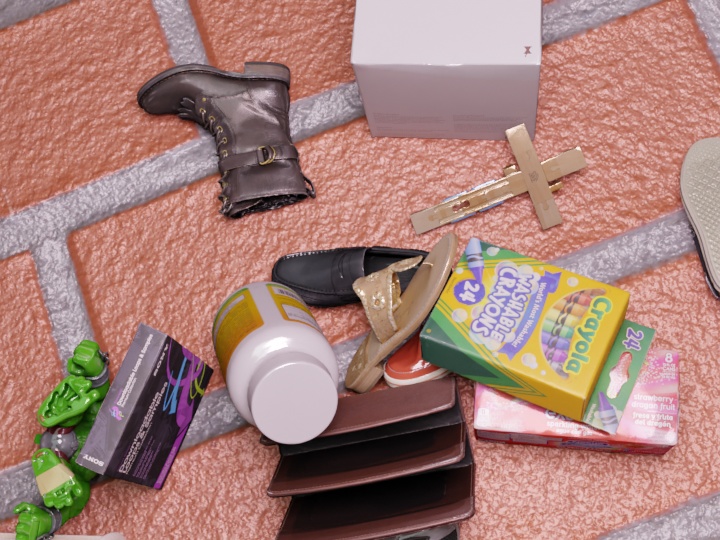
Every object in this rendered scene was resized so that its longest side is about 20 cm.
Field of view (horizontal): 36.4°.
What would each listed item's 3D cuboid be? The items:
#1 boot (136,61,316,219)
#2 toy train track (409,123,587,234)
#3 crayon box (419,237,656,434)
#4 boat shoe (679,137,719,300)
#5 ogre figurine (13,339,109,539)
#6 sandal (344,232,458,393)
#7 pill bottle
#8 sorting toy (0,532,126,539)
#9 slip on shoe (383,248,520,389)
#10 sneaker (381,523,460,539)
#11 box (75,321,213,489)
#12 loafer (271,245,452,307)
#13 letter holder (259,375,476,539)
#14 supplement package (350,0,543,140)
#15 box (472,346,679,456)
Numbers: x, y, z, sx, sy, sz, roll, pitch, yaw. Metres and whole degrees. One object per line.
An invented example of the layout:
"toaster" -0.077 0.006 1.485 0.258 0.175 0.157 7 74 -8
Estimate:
"boot" -0.155 -0.144 1.242 0.198 0.069 0.176 -7 74 4
"toy train track" 0.150 -0.088 1.204 0.198 0.033 0.116 -22 96 8
"crayon box" 0.172 0.059 1.051 0.199 0.052 0.126 20 61 18
"boat shoe" 0.380 -0.051 1.151 0.074 0.062 0.202 -9 59 10
"ogre figurine" -0.300 0.182 1.147 0.097 0.120 0.202 -6 76 2
"sandal" 0.018 0.038 1.111 0.069 0.078 0.212 23 122 -14
"pill bottle" -0.083 0.092 1.090 0.110 0.200 0.112 -4 108 -13
"sorting toy" -0.360 0.310 1.088 0.198 0.180 0.108 0 75 8
"slip on shoe" 0.100 0.049 1.146 0.199 0.061 0.074 -38 32 -4
"sneaker" 0.008 0.278 1.106 0.198 0.078 0.078 -13 97 13
"box" -0.211 0.142 1.103 0.036 0.200 0.144 20 79 12
"loafer" 0.000 0.000 1.177 0.198 0.071 0.069 3 60 8
"letter holder" 0.006 0.190 1.069 0.198 0.142 0.101 -12 102 9
"supplement package" 0.097 -0.243 1.167 0.189 0.200 0.149 2 75 7
"box" 0.215 0.128 1.103 0.198 0.100 0.096 4 76 9
